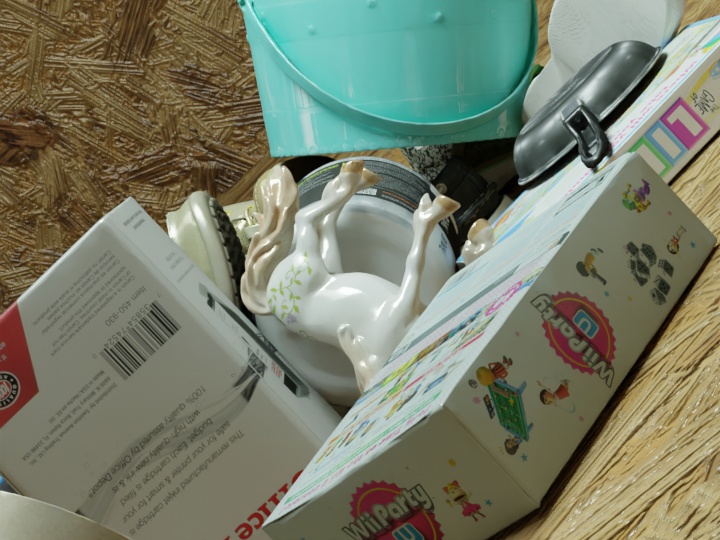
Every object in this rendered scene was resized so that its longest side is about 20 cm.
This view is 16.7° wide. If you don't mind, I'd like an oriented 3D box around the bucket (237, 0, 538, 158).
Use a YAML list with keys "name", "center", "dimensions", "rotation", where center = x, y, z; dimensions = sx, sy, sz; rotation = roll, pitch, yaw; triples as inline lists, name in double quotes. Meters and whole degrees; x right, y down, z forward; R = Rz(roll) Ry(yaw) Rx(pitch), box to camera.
- name: "bucket"
  center: [0.021, -0.149, 1.628]
  dimensions: [0.206, 0.136, 0.207]
  rotation: [-6, 4, 0]

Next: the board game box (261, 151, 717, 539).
- name: "board game box"
  center: [0.060, 0.050, 1.114]
  dimensions: [0.147, 0.064, 0.200]
  rotation: [-38, 8, 47]

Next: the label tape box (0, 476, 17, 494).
- name: "label tape box"
  center: [-0.195, 0.145, 1.426]
  dimensions: [0.063, 0.200, 0.144]
  rotation: [-24, 21, 48]

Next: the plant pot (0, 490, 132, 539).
- name: "plant pot"
  center: [-0.156, 0.222, 0.992]
  dimensions: [0.187, 0.187, 0.201]
  rotation: [-34, 27, 54]

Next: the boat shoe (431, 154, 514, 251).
- name: "boat shoe"
  center: [0.022, -0.008, 1.654]
  dimensions: [0.200, 0.060, 0.076]
  rotation: [-40, 9, 32]

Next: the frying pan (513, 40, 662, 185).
- name: "frying pan"
  center: [0.116, -0.078, 1.399]
  dimensions: [0.115, 0.031, 0.190]
  rotation: [-41, 5, 34]

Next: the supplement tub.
- name: "supplement tub"
  center: [0.000, 0.000, 1.487]
  dimensions: [0.122, 0.123, 0.200]
  rotation: [-43, 8, 12]

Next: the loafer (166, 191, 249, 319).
- name: "loafer"
  center: [-0.095, 0.056, 1.426]
  dimensions: [0.068, 0.201, 0.076]
  rotation: [-7, 5, 5]

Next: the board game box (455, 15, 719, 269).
- name: "board game box"
  center: [0.146, -0.063, 1.377]
  dimensions: [0.200, 0.034, 0.134]
  rotation: [-45, 7, -6]

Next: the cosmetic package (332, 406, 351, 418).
- name: "cosmetic package"
  center: [-0.109, 0.113, 1.538]
  dimensions: [0.200, 0.104, 0.073]
  rotation: [-45, 8, 6]

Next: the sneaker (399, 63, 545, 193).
- name: "sneaker"
  center: [0.098, -0.115, 1.717]
  dimensions: [0.200, 0.089, 0.077]
  rotation: [-40, 8, 29]

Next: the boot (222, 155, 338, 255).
- name: "boot"
  center: [-0.064, -0.030, 1.750]
  dimensions: [0.155, 0.073, 0.200]
  rotation: [-10, -8, 26]

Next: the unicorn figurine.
- name: "unicorn figurine"
  center: [0.009, 0.020, 1.320]
  dimensions: [0.200, 0.074, 0.138]
  rotation: [22, 85, 50]

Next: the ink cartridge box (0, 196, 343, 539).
- name: "ink cartridge box"
  center: [-0.115, 0.083, 1.355]
  dimensions: [0.147, 0.200, 0.083]
  rotation: [-42, 4, 11]

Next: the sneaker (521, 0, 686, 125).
- name: "sneaker"
  center: [0.164, -0.149, 1.529]
  dimensions: [0.088, 0.075, 0.200]
  rotation: [-39, -9, -27]
